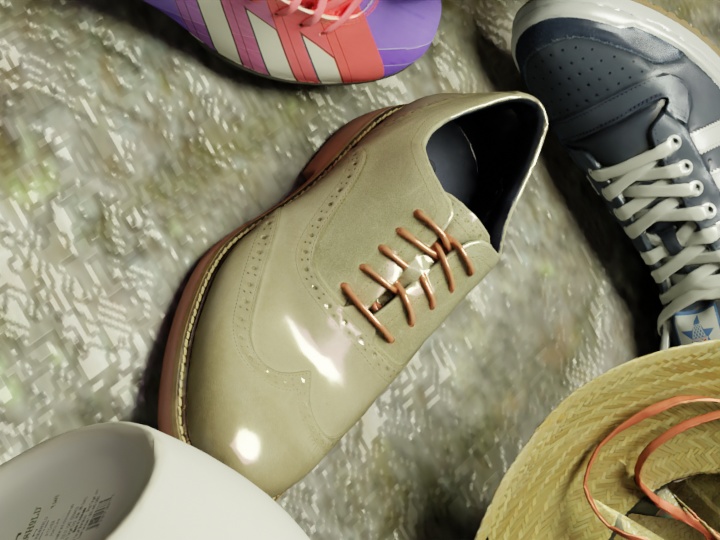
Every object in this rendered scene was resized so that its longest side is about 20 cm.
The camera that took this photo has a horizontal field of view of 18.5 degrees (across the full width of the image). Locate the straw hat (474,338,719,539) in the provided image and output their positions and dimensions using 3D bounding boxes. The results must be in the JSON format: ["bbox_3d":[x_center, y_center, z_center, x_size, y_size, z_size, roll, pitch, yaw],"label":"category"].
[{"bbox_3d":[0.120,0.111,0.792,0.202,0.200,0.085,55,0,-15],"label":"straw hat"}]

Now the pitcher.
[{"bbox_3d":[-0.038,0.130,0.614,0.201,0.121,0.172,61,20,-24],"label":"pitcher"}]

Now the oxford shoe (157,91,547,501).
[{"bbox_3d":[0.000,0.000,0.722,0.071,0.074,0.200,50,45,-20],"label":"oxford shoe"}]

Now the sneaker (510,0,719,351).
[{"bbox_3d":[0.124,-0.016,0.865,0.200,0.070,0.109,42,46,-31],"label":"sneaker"}]

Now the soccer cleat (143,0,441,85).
[{"bbox_3d":[-0.039,-0.107,0.713,0.199,0.073,0.069,22,84,-38],"label":"soccer cleat"}]
